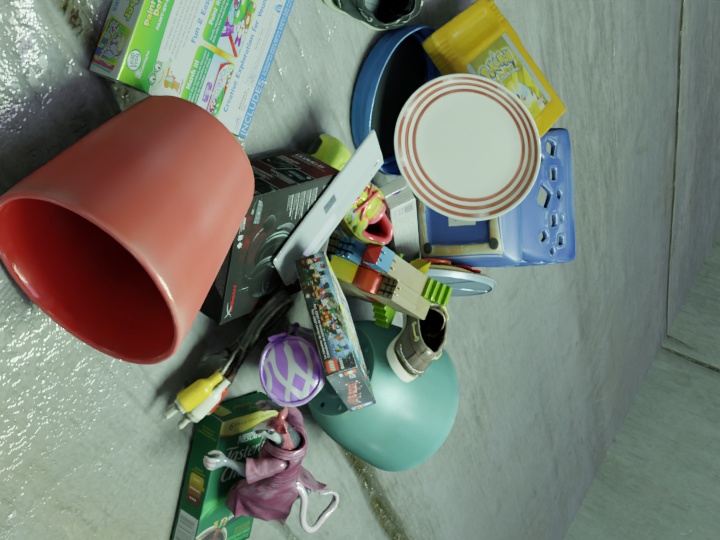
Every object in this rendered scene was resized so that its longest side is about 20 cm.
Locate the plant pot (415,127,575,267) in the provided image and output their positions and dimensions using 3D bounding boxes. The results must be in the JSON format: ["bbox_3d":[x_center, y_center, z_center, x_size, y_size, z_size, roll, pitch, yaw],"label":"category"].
[{"bbox_3d":[0.189,-0.101,1.360,0.178,0.197,0.205,-9,96,-50],"label":"plant pot"}]

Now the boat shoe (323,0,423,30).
[{"bbox_3d":[0.035,-0.331,1.122,0.198,0.065,0.076,-2,110,-58],"label":"boat shoe"}]

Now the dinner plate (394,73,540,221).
[{"bbox_3d":[0.139,-0.161,1.205,0.024,0.196,0.204,-56,152,-53],"label":"dinner plate"}]

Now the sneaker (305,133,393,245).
[{"bbox_3d":[-0.008,-0.100,1.177,0.079,0.089,0.200,-56,146,-14],"label":"sneaker"}]

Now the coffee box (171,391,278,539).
[{"bbox_3d":[-0.173,0.265,1.188,0.122,0.043,0.204,-5,113,-57],"label":"coffee box"}]

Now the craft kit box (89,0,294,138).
[{"bbox_3d":[-0.150,-0.253,0.898,0.197,0.048,0.204,17,94,-63],"label":"craft kit box"}]

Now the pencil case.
[{"bbox_3d":[-0.077,0.111,1.128,0.200,0.082,0.088,-163,-119,-88],"label":"pencil case"}]

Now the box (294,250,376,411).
[{"bbox_3d":[-0.027,0.078,1.087,0.037,0.139,0.200,-17,160,1],"label":"box"}]

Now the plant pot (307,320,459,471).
[{"bbox_3d":[0.014,0.163,1.292,0.160,0.199,0.204,31,82,-46],"label":"plant pot"}]

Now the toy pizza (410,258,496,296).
[{"bbox_3d":[0.097,0.007,1.326,0.199,0.196,0.033,21,70,-60],"label":"toy pizza"}]

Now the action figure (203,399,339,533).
[{"bbox_3d":[-0.098,0.239,1.104,0.134,0.147,0.202,-48,165,-38],"label":"action figure"}]

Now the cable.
[{"bbox_3d":[-0.140,0.108,1.073,0.199,0.051,0.097,-40,160,8],"label":"cable"}]

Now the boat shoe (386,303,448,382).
[{"bbox_3d":[0.089,0.075,1.244,0.059,0.072,0.200,-36,-170,28],"label":"boat shoe"}]

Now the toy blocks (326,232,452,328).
[{"bbox_3d":[0.000,0.000,1.181,0.136,0.198,0.102,32,78,-45],"label":"toy blocks"}]

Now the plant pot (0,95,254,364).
[{"bbox_3d":[-0.195,-0.047,0.826,0.179,0.197,0.203,-56,149,-37],"label":"plant pot"}]

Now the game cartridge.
[{"bbox_3d":[0.187,-0.263,1.256,0.202,0.032,0.176,54,46,-9],"label":"game cartridge"}]

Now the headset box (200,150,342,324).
[{"bbox_3d":[-0.106,-0.045,1.058,0.198,0.076,0.152,-21,132,-50],"label":"headset box"}]

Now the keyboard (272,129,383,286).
[{"bbox_3d":[-0.035,-0.073,1.067,0.201,0.011,0.057,-54,147,-18],"label":"keyboard"}]

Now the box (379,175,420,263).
[{"bbox_3d":[0.057,-0.063,1.297,0.041,0.039,0.201,-24,156,-4],"label":"box"}]

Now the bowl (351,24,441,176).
[{"bbox_3d":[0.056,-0.231,1.247,0.200,0.039,0.204,-37,138,-43],"label":"bowl"}]
